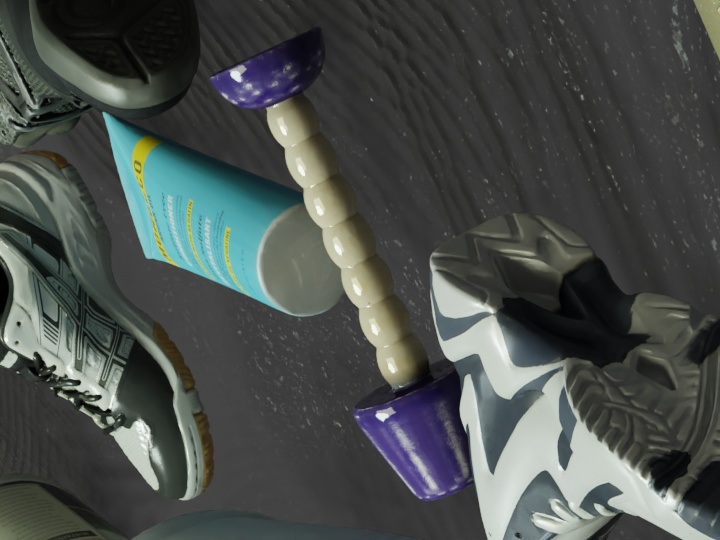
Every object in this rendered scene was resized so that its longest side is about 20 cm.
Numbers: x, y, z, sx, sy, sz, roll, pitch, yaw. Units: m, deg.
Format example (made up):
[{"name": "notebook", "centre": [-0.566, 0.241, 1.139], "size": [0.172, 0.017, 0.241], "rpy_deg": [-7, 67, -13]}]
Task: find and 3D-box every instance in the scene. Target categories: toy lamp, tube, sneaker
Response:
[{"name": "toy lamp", "centre": [0.000, 0.000, 1.204], "size": [0.058, 0.058, 0.200], "rpy_deg": [-15, 100, 63]}, {"name": "tube", "centre": [-0.067, -0.024, 1.322], "size": [0.200, 0.050, 0.078], "rpy_deg": [22, 126, 60]}, {"name": "sneaker", "centre": [-0.125, -0.097, 1.320], "size": [0.199, 0.076, 0.115], "rpy_deg": [36, 146, 47]}, {"name": "sneaker", "centre": [-0.152, 0.041, 1.485], "size": [0.200, 0.088, 0.076], "rpy_deg": [59, 152, 3]}, {"name": "sneaker", "centre": [0.097, 0.077, 1.075], "size": [0.199, 0.079, 0.130], "rpy_deg": [34, 144, 44]}]

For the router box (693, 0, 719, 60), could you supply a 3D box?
[{"name": "router box", "centre": [0.153, -0.127, 0.805], "size": [0.200, 0.052, 0.158], "rpy_deg": [-11, 106, 63]}]

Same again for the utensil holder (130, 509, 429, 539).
[{"name": "utensil holder", "centre": [-0.022, 0.198, 1.310], "size": [0.200, 0.170, 0.170], "rpy_deg": [-2, 113, 60]}]

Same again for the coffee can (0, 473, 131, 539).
[{"name": "coffee can", "centre": [-0.157, 0.216, 1.595], "size": [0.200, 0.146, 0.147], "rpy_deg": [30, 140, 48]}]
